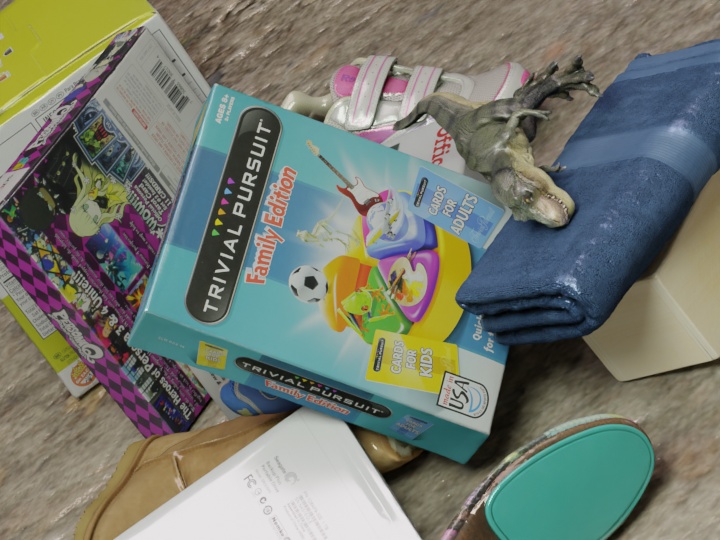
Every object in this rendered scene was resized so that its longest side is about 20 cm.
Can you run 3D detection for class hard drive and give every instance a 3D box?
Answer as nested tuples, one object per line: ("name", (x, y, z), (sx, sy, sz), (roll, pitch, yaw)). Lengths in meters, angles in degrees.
("hard drive", (-0.068, 0.172, 1.449), (0.200, 0.027, 0.132), (-35, 53, 0))

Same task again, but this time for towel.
("towel", (0.141, -0.042, 1.432), (0.111, 0.049, 0.200), (-7, 38, 55))

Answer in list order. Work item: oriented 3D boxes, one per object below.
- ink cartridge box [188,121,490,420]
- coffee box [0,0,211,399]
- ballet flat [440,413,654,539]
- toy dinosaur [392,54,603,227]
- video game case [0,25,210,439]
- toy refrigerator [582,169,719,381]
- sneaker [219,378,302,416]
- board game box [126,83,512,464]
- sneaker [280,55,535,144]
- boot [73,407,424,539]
("ink cartridge box", (0.000, 0.000, 1.637), (0.199, 0.083, 0.147), (-22, 31, 23))
("coffee box", (-0.190, -0.075, 1.848), (0.200, 0.198, 0.200), (-36, 27, -2))
("ballet flat", (0.066, 0.146, 1.360), (0.200, 0.069, 0.071), (-45, 9, -17))
("toy dinosaur", (0.083, -0.083, 1.465), (0.088, 0.048, 0.200), (-34, 26, -6))
("video game case", (-0.136, -0.022, 1.701), (0.036, 0.200, 0.182), (-8, 38, 44))
("toy refrigerator", (0.192, -0.033, 1.489), (0.076, 0.070, 0.200), (-17, 31, 45))
("sneaker", (-0.059, -0.006, 1.545), (0.077, 0.076, 0.201), (-23, 53, 17))
("board game box", (-0.011, 0.001, 1.469), (0.047, 0.199, 0.152), (124, 163, -59))
("sneaker", (0.023, -0.100, 1.764), (0.199, 0.088, 0.082), (-20, 31, 28))
("boot", (-0.061, 0.125, 1.530), (0.199, 0.066, 0.176), (-19, 32, 25))
